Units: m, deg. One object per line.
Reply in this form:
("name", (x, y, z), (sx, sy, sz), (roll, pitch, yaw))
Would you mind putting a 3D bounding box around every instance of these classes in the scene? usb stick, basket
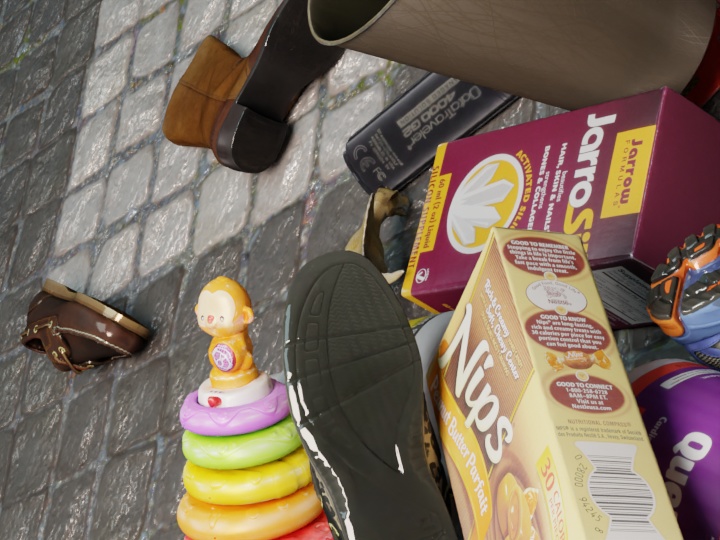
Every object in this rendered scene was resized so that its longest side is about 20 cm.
("usb stick", (0.066, -0.121, 1.246), (0.199, 0.056, 0.033), (-37, -3, 34))
("basket", (0.098, -0.170, 1.023), (0.180, 0.198, 0.137), (-44, 36, 40))

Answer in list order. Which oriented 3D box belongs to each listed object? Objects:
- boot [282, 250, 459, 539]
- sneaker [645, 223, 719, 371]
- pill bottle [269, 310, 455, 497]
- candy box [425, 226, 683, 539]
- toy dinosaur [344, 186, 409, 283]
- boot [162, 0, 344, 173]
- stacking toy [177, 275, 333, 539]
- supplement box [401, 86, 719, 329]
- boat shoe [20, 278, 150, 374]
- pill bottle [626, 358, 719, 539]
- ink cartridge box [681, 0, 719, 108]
("boot", (0.003, 0.101, 0.961), (0.154, 0.073, 0.206), (104, 150, -79))
("sneaker", (0.248, -0.009, 0.903), (0.199, 0.079, 0.076), (-28, 31, 18))
("pill bottle", (0.011, 0.094, 1.112), (0.199, 0.111, 0.112), (-16, 54, 48))
("candy box", (0.089, 0.090, 0.852), (0.201, 0.055, 0.116), (-101, 25, -43))
("toy dinosaur", (0.000, 0.000, 1.191), (0.200, 0.058, 0.102), (-80, 0, -70))
("boot", (-0.091, -0.180, 1.508), (0.200, 0.068, 0.190), (30, 100, 64))
("stacking toy", (-0.068, 0.101, 1.043), (0.115, 0.109, 0.202), (4, 110, 38))
("supplement box", (0.128, -0.028, 1.060), (0.199, 0.085, 0.111), (-11, 58, 50))
("boat shoe", (-0.243, 0.057, 1.522), (0.071, 0.070, 0.200), (-60, 24, -10))
("pill bottle", (0.199, 0.117, 0.838), (0.199, 0.112, 0.113), (20, 83, 57))
("ink cartridge box", (0.214, -0.204, 1.107), (0.200, 0.043, 0.174), (-49, 34, 21))
